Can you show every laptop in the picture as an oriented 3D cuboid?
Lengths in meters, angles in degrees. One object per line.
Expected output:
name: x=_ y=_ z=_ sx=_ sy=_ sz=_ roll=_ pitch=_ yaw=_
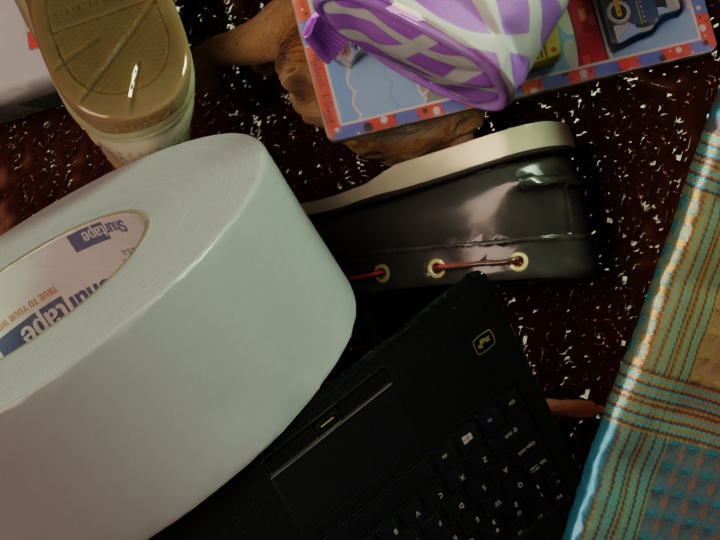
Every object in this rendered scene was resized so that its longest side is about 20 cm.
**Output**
laptop: x=0.032 y=0.139 z=0.893 sx=0.177 sy=0.201 sz=0.103 roll=-37 pitch=39 yaw=-13

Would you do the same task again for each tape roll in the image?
tape roll: x=-0.101 y=0.036 z=0.922 sx=0.199 sy=0.201 sz=0.066 roll=-24 pitch=110 yaw=28

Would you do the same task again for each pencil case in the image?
pencil case: x=0.059 y=-0.156 z=0.935 sx=0.085 sy=0.084 sz=0.201 roll=21 pitch=75 yaw=31

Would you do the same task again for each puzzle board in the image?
puzzle board: x=0.036 y=-0.160 z=0.983 sx=0.149 sy=0.017 sz=0.202 roll=-13 pitch=79 yaw=-7

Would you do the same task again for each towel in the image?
towel: x=0.153 y=0.041 z=0.892 sx=0.022 sy=0.146 sz=0.201 roll=36 pitch=109 yaw=66

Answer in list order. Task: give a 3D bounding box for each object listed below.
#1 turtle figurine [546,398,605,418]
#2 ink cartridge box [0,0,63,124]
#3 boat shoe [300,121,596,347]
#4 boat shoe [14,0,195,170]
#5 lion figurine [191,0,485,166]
turtle figurine: x=0.029 y=0.147 z=0.981 sx=0.199 sy=0.064 sz=0.162 roll=-23 pitch=82 yaw=-11
ink cartridge box: x=-0.173 y=-0.163 z=1.138 sx=0.161 sy=0.050 sz=0.202 roll=-15 pitch=83 yaw=29
boat shoe: x=-0.002 y=0.000 z=1.013 sx=0.200 sy=0.073 sz=0.064 roll=-17 pitch=83 yaw=31
boat shoe: x=-0.111 y=-0.123 z=1.042 sx=0.071 sy=0.065 sz=0.201 roll=-15 pitch=60 yaw=-3
lion figurine: x=-0.013 y=-0.135 z=1.023 sx=0.122 sy=0.072 sz=0.202 roll=-10 pitch=90 yaw=44
